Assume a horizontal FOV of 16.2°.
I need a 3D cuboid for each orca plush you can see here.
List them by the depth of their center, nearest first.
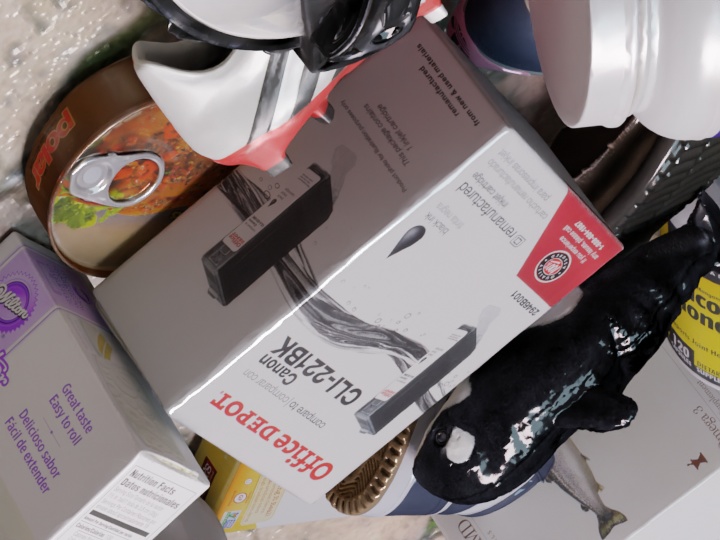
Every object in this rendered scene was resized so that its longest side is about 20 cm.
[{"bbox_3d":[0.121,0.056,1.232,0.200,0.071,0.105,-30,138,-13],"label":"orca plush"}]

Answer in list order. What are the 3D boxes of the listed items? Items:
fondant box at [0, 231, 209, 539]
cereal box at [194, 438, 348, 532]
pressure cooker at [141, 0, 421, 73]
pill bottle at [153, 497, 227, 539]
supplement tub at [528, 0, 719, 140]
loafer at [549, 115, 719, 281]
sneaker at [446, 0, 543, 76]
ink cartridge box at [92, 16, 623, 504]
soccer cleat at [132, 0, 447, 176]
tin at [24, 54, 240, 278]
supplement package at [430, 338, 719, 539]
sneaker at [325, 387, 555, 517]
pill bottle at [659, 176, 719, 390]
[{"bbox_3d":[-0.181,0.103,1.139,0.200,0.144,0.058,-42,144,10],"label":"fondant box"},{"bbox_3d":[0.014,0.071,1.359,0.200,0.040,0.144,-4,132,-37],"label":"cereal box"},{"bbox_3d":[-0.033,-0.174,0.880,0.179,0.200,0.176,-47,144,16],"label":"pressure cooker"},{"bbox_3d":[-0.124,0.207,1.345,0.112,0.112,0.200,-21,143,-20],"label":"pill bottle"},{"bbox_3d":[0.178,-0.132,1.059,0.199,0.146,0.146,-8,141,-7],"label":"supplement tub"},{"bbox_3d":[0.120,-0.046,1.260,0.073,0.071,0.200,-22,159,-39],"label":"loafer"},{"bbox_3d":[0.121,-0.127,1.209,0.082,0.070,0.200,-21,168,42],"label":"sneaker"},{"bbox_3d":[0.000,0.000,1.161,0.200,0.084,0.144,-39,146,8],"label":"ink cartridge box"},{"bbox_3d":[-0.009,-0.129,1.045,0.200,0.069,0.085,-45,122,7],"label":"soccer cleat"},{"bbox_3d":[-0.063,-0.046,1.156,0.200,0.042,0.112,3,127,-43],"label":"tin"},{"bbox_3d":[0.154,0.127,1.483,0.200,0.117,0.117,-38,147,2],"label":"supplement package"},{"bbox_3d":[0.068,0.044,1.289,0.108,0.070,0.200,13,116,-41],"label":"sneaker"},{"bbox_3d":[0.215,-0.027,1.351,0.112,0.112,0.200,-27,145,-12],"label":"pill bottle"}]
